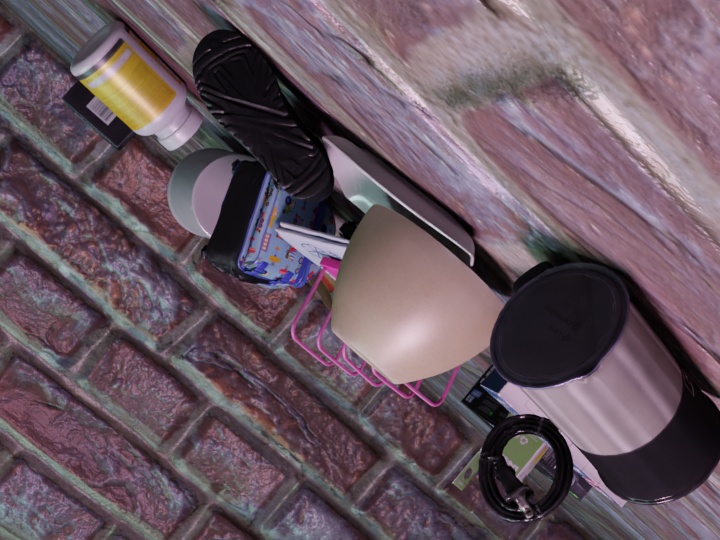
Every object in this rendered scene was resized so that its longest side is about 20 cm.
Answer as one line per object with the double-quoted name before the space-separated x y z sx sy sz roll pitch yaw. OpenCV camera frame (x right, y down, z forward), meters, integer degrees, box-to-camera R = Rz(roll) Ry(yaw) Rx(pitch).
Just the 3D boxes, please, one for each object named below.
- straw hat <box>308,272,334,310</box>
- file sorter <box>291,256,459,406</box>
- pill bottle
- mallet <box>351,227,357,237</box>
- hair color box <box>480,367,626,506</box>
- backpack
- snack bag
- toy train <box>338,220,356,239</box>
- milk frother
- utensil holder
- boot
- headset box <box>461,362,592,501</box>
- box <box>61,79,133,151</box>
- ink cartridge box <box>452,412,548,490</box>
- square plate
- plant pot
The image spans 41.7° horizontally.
"straw hat" -0.075 -0.005 1.947 0.201 0.085 0.201 54 176 5
"file sorter" 0.029 0.087 1.279 0.200 0.125 0.139 18 164 36
"pill bottle" -0.346 -0.285 1.486 0.200 0.112 0.112 45 173 -31
"mallet" -0.017 -0.033 1.357 0.066 0.041 0.200 41 158 -21
"hair color box" 0.241 0.158 1.052 0.200 0.100 0.061 42 174 -12
"backpack" -0.117 -0.055 1.441 0.135 0.183 0.200 12 170 42
"snack bag" 0.000 0.000 1.330 0.189 0.021 0.200 15 161 43
"toy train" 0.040 -0.016 1.380 0.200 0.034 0.046 36 174 40
"milk frother" 0.161 0.114 0.786 0.188 0.200 0.180 45 177 -32
"utensil holder" -0.247 -0.135 1.700 0.170 0.170 0.200 43 171 -21
"boot" -0.100 -0.157 1.025 0.200 0.076 0.168 53 -179 -4
"headset box" 0.289 0.259 1.527 0.200 0.093 0.174 43 174 -20
"box" -0.709 -0.441 2.622 0.197 0.117 0.200 42 175 -12
"ink cartridge box" 0.206 0.215 1.199 0.059 0.200 0.104 39 174 19
"square plate" 0.051 -0.059 1.024 0.198 0.028 0.200 39 174 13
"plant pot" 0.045 0.043 1.030 0.200 0.134 0.200 41 174 5
